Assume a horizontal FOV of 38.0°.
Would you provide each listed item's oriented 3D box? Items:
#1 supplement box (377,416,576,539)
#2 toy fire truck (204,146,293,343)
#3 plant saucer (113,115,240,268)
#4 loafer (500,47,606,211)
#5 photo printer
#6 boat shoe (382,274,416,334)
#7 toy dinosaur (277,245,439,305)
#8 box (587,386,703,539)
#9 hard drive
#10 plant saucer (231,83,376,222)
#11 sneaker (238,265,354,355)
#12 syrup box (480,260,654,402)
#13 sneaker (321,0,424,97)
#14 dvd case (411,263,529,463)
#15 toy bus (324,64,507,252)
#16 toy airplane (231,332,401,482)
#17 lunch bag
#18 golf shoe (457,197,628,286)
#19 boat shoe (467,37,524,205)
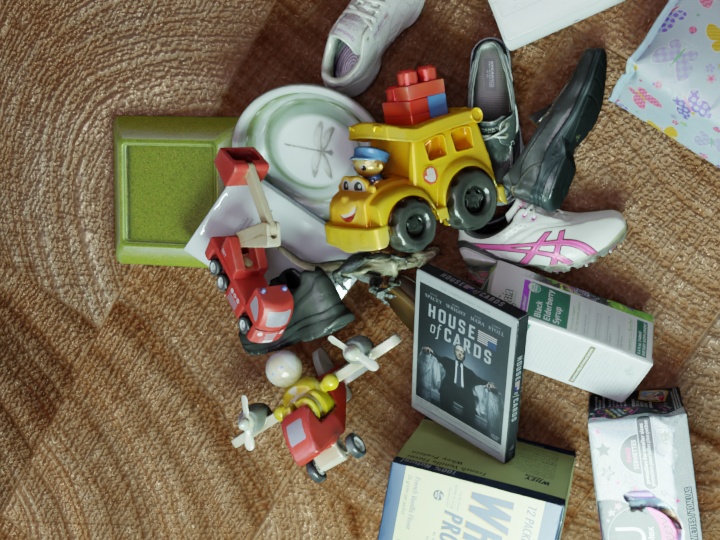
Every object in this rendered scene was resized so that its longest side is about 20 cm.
[{"bbox_3d":[0.140,0.282,1.239,0.199,0.200,0.135,12,100,13],"label":"supplement box"},{"bbox_3d":[-0.127,-0.032,1.227,0.200,0.049,0.141,59,137,29],"label":"toy fire truck"},{"bbox_3d":[-0.242,-0.101,1.368,0.199,0.048,0.201,3,99,15],"label":"plant saucer"},{"bbox_3d":[0.226,-0.171,1.209,0.072,0.073,0.201,21,80,27],"label":"loafer"},{"bbox_3d":[0.231,-0.368,1.193,0.199,0.069,0.167,-22,91,16],"label":"photo printer"},{"bbox_3d":[0.113,0.072,1.282,0.070,0.070,0.200,-39,68,-16],"label":"boat shoe"},{"bbox_3d":[0.000,0.000,1.267,0.199,0.088,0.048,1,119,-7],"label":"toy dinosaur"},{"bbox_3d":[0.331,0.252,1.219,0.114,0.132,0.201,-8,95,14],"label":"box"},{"bbox_3d":[-0.104,-0.024,1.319,0.200,0.025,0.132,34,108,-11],"label":"hard drive"},{"bbox_3d":[-0.057,-0.145,1.290,0.199,0.050,0.201,6,125,9],"label":"plant saucer"},{"bbox_3d":[-0.088,0.047,1.282,0.200,0.076,0.091,-22,92,46],"label":"sneaker"},{"bbox_3d":[0.232,0.071,1.215,0.199,0.079,0.082,21,134,-2],"label":"syrup box"},{"bbox_3d":[0.016,-0.298,1.245,0.075,0.100,0.200,30,103,11],"label":"sneaker"},{"bbox_3d":[0.122,0.107,1.203,0.150,0.025,0.201,28,131,38],"label":"dvd case"},{"bbox_3d":[0.050,-0.128,1.185,0.136,0.200,0.193,13,120,55],"label":"toy bus"},{"bbox_3d":[-0.059,0.145,1.279,0.141,0.199,0.200,49,65,-18],"label":"toy airplane"},{"bbox_3d":[0.398,-0.234,1.138,0.169,0.127,0.200,33,79,9],"label":"lunch bag"},{"bbox_3d":[0.211,-0.044,1.230,0.199,0.073,0.092,-13,116,15],"label":"golf shoe"},{"bbox_3d":[0.152,-0.175,1.239,0.072,0.071,0.201,-6,97,15],"label":"boat shoe"}]
